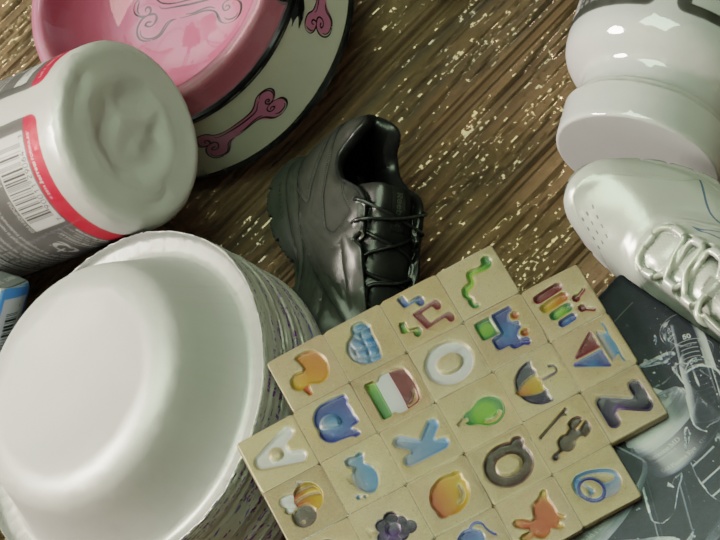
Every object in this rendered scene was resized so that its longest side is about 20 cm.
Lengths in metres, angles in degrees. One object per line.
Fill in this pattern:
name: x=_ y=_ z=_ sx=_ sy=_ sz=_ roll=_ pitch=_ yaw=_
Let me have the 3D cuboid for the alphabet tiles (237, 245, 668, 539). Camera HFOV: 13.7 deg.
alphabet tiles: x=0.045 y=0.081 z=1.514 sx=0.200 sy=0.006 sz=0.167 roll=-28 pitch=60 yaw=-4

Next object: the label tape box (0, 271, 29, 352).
label tape box: x=-0.302 y=0.049 z=1.683 sx=0.200 sy=0.066 sz=0.144 roll=16 pitch=97 yaw=4

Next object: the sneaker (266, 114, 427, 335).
sneaker: x=0.000 y=0.000 z=1.653 sx=0.091 sy=0.076 sz=0.200 roll=-46 pitch=46 yaw=41

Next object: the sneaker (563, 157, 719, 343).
sneaker: x=0.190 y=0.005 z=1.559 sx=0.200 sy=0.087 sz=0.075 roll=34 pitch=101 yaw=12

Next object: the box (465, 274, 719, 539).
box: x=0.142 y=0.140 z=1.525 sx=0.182 sy=0.104 sz=0.200 roll=35 pitch=75 yaw=33

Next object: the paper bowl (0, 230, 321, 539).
paper bowl: x=-0.122 y=0.075 z=1.616 sx=0.200 sy=0.104 sz=0.201 roll=-19 pitch=59 yaw=34

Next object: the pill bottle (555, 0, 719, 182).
pill bottle: x=0.180 y=-0.145 z=1.675 sx=0.116 sy=0.116 sz=0.200 roll=9 pitch=64 yaw=23

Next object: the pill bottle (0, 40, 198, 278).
pill bottle: x=-0.197 y=-0.053 z=1.716 sx=0.200 sy=0.111 sz=0.111 roll=-18 pitch=51 yaw=41

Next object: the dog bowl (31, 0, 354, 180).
dog bowl: x=-0.108 y=-0.158 z=1.777 sx=0.200 sy=0.074 sz=0.201 roll=-11 pitch=66 yaw=25
